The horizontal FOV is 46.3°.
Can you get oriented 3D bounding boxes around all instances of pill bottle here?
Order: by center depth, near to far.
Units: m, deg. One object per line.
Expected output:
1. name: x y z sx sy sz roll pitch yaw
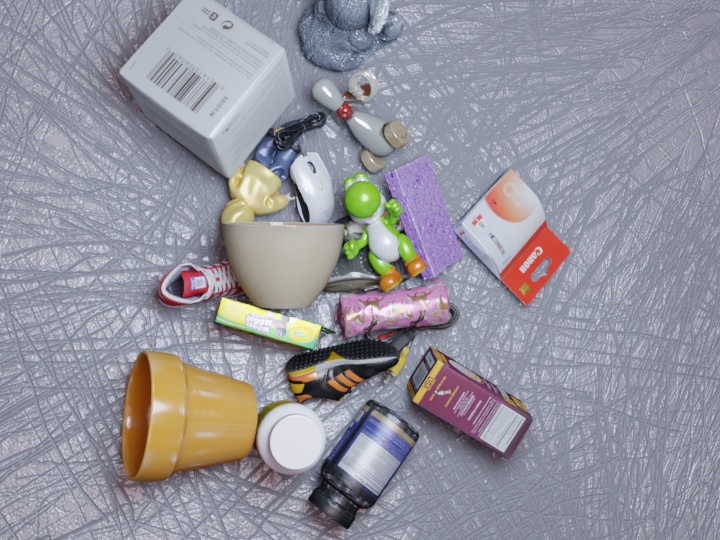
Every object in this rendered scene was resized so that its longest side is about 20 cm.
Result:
1. pill bottle: -0.116 0.270 1.370 0.110 0.200 0.112 1 83 -11
2. pill bottle: 0.002 0.330 1.432 0.112 0.112 0.201 38 79 -5

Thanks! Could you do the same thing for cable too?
1. cable: 0.084 0.111 1.521 0.199 0.050 0.097 -36 74 -25

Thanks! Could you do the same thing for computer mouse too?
1. computer mouse: -0.083 -0.167 1.469 0.109 0.044 0.202 -29 113 -34

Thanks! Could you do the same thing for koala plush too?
1. koala plush: -0.018 -0.454 1.469 0.177 0.200 0.184 44 78 -4

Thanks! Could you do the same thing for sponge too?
1. sponge: 0.116 -0.096 1.501 0.111 0.030 0.202 -29 101 -48

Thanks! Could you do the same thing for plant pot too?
1. plant pot: -0.272 0.237 1.360 0.182 0.200 0.202 8 82 -26
2. plant pot: -0.127 -0.010 1.375 0.198 0.200 0.136 1 95 -11

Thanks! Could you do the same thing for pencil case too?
1. pencil case: 0.056 0.066 1.467 0.198 0.087 0.083 -8 58 -8

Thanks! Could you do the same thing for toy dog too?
1. toy dog: 0.007 -0.277 1.505 0.131 0.097 0.201 -16 122 24

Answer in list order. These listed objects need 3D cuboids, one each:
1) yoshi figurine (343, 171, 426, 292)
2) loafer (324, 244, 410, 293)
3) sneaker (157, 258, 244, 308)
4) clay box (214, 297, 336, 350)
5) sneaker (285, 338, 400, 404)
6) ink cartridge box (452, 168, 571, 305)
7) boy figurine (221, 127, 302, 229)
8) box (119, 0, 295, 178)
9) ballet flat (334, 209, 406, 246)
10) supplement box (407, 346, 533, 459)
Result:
1. yoshi figurine: 0.026 -0.069 1.400 0.112 0.112 0.201 -29 90 -31
2. loafer: 0.000 0.000 1.493 0.198 0.070 0.076 -2 63 -7
3. sneaker: -0.244 0.014 1.417 0.198 0.112 0.072 -19 86 -12
4. clay box: -0.146 0.096 1.427 0.198 0.115 0.048 17 82 -8
5. sneaker: -0.026 0.180 1.457 0.198 0.070 0.091 -10 113 3
6. ink cartridge box: 0.289 -0.062 1.548 0.200 0.050 0.162 45 66 0
7. boy figurine: -0.176 -0.145 1.474 0.124 0.064 0.201 30 80 -7
8. box: -0.246 -0.307 1.401 0.198 0.171 0.201 36 77 11
9. ballet flat: 0.045 -0.087 1.509 0.198 0.073 0.074 -15 87 -13
10. supplement box: 0.189 0.228 1.472 0.199 0.110 0.086 31 96 -6
